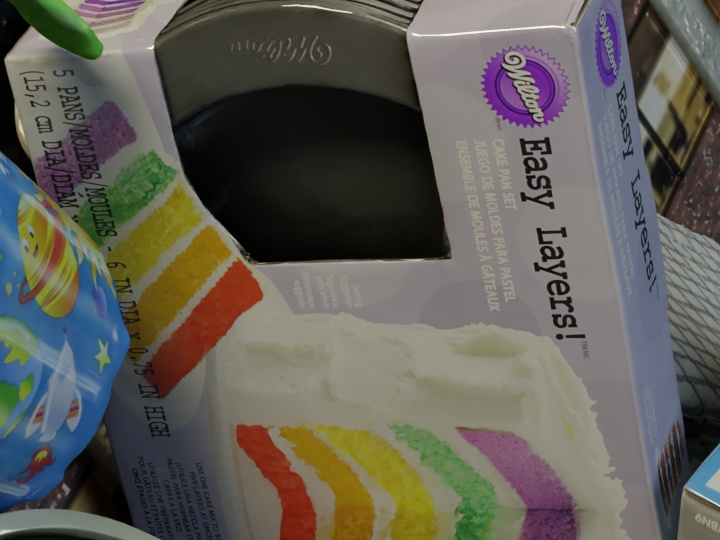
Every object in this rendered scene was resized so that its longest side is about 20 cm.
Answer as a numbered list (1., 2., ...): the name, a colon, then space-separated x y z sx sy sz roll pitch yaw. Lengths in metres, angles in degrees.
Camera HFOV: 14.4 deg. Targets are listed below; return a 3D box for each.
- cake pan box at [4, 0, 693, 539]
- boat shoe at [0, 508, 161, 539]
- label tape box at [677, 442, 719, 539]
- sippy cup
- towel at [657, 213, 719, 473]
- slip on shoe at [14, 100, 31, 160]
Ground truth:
1. cake pan box: 0.000 0.000 0.876 0.052 0.183 0.201 -63 147 -56
2. boat shoe: -0.064 0.135 0.869 0.200 0.072 0.068 47 10 -45
3. label tape box: 0.158 0.115 0.943 0.144 0.063 0.201 -42 146 -38
4. sippy cup: -0.138 0.008 0.806 0.130 0.177 0.140 34 29 -52
5. towel: 0.094 0.038 1.043 0.200 0.086 0.166 22 25 -48
6. slip on shoe: -0.053 -0.105 0.972 0.061 0.076 0.201 97 16 -66
